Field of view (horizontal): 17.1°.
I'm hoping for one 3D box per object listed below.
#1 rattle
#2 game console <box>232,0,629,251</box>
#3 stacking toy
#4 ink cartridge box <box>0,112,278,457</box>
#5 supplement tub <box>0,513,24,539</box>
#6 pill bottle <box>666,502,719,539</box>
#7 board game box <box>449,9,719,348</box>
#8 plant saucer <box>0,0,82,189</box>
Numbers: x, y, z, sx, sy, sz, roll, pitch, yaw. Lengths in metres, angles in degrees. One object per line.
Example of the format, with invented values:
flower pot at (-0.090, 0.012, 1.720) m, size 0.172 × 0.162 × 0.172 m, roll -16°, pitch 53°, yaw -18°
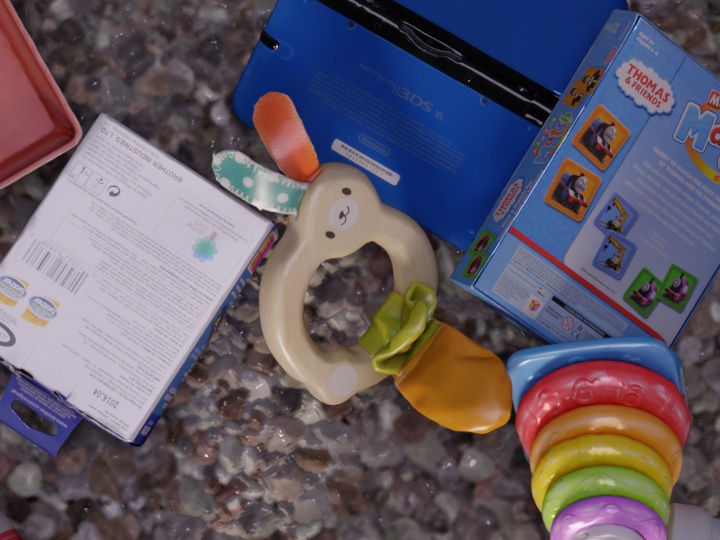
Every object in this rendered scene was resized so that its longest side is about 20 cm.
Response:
rattle at (0.000, 0.000, 1.451) m, size 0.130 × 0.143 × 0.200 m, roll -20°, pitch 120°, yaw -8°
game console at (0.046, -0.139, 1.562) m, size 0.200 × 0.118 × 0.171 m, roll 30°, pitch 116°, yaw 5°
stacking toy at (0.146, 0.143, 1.434) m, size 0.109 × 0.116 × 0.200 m, roll -6°, pitch 44°, yaw 10°
ink cartridge box at (-0.162, 0.020, 1.519) m, size 0.136 × 0.076 × 0.200 m, roll 33°, pitch 84°, yaw 5°
supplement tub at (-0.221, 0.261, 1.462) m, size 0.140 × 0.140 × 0.200 m, roll -37°, pitch 84°, yaw -3°
pill bottle at (0.283, 0.201, 1.472) m, size 0.200 × 0.112 × 0.112 m, roll 11°, pitch 84°, yaw 3°
board game box at (0.168, -0.039, 1.504) m, size 0.151 × 0.037 × 0.200 m, roll 35°, pitch 85°, yaw -27°
plant saucer at (-0.304, -0.120, 1.524) m, size 0.200 × 0.037 × 0.200 m, roll -30°, pitch 89°, yaw 6°
